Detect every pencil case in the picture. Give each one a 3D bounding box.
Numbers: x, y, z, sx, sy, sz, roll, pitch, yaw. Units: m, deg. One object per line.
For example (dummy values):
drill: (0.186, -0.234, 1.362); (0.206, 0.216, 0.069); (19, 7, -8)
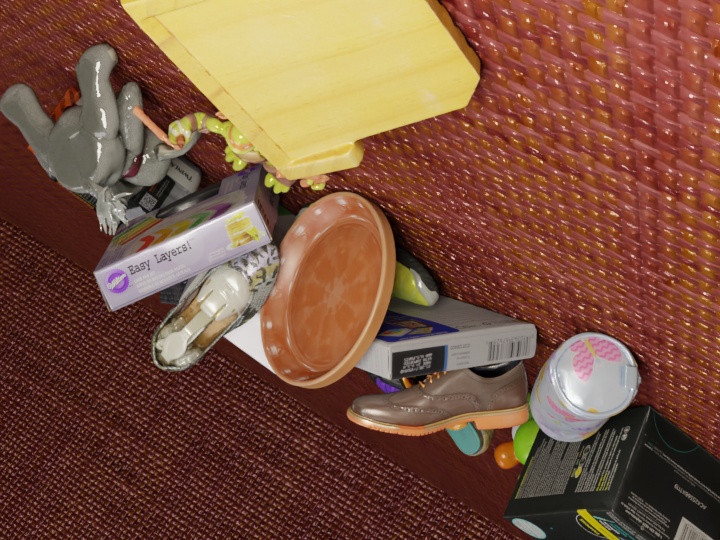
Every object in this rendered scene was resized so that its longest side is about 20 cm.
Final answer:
pencil case: (0.223, 0.121, 1.326); (0.090, 0.084, 0.200); (19, 167, 7)

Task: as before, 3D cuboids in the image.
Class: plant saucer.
plant saucer: (-0.031, 0.021, 1.338); (0.032, 0.203, 0.199); (19, 179, -36)

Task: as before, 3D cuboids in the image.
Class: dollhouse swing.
dollhouse swing: (-0.036, -0.188, 0.895); (0.200, 0.174, 0.183); (44, -154, -45)

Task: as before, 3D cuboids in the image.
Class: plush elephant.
plush elephant: (-0.272, -0.147, 1.483); (0.154, 0.163, 0.202); (-24, -92, -61)

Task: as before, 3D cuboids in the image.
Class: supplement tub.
supplement tub: (-0.308, -0.132, 1.654); (0.199, 0.123, 0.122); (37, 168, -16)

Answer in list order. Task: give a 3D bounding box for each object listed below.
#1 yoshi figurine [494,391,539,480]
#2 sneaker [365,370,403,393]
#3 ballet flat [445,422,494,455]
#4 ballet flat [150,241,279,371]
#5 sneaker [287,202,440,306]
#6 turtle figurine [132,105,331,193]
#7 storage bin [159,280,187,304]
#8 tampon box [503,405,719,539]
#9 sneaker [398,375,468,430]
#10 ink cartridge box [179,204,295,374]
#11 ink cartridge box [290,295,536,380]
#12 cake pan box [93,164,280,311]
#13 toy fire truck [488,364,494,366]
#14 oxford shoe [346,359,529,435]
yoshi figurine: (0.213, 0.208, 1.660); (0.112, 0.112, 0.200); (42, 164, -10)
sneaker: (0.054, 0.125, 1.589); (0.099, 0.070, 0.200); (40, 167, -21)
ballet flat: (0.114, 0.153, 1.763); (0.201, 0.070, 0.071); (57, 169, 4)
ballet flat: (-0.158, 0.044, 1.399); (0.072, 0.200, 0.073); (32, -148, -23)
sneaker: (0.000, 0.000, 1.461); (0.198, 0.077, 0.076); (26, 165, 29)
turtle figurine: (-0.113, -0.125, 1.282); (0.197, 0.065, 0.161); (17, 177, 5)
storage bin: (-0.189, -0.013, 1.721); (0.133, 0.095, 0.200); (-10, -178, -19)
tampon box: (0.287, 0.254, 1.468); (0.149, 0.127, 0.199); (36, 154, -17)
sneaker: (0.065, 0.087, 1.501); (0.077, 0.078, 0.201); (20, -149, -50)
ink cartridge box: (-0.115, 0.004, 1.528); (0.145, 0.084, 0.201); (36, -153, -12)
ink cartridge box: (0.049, 0.065, 1.405); (0.195, 0.048, 0.199); (-7, -168, -34)
cake pan box: (-0.177, -0.040, 1.392); (0.200, 0.182, 0.053); (-91, -21, -73)
toy fire truck: (0.075, 0.075, 1.632); (0.199, 0.049, 0.140); (39, 168, -29)
oxford shoe: (0.081, 0.127, 1.392); (0.197, 0.074, 0.071); (-4, -165, -14)
